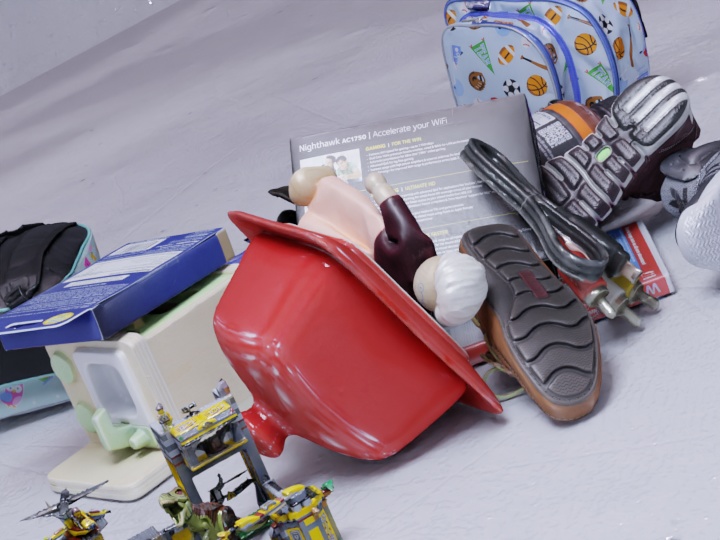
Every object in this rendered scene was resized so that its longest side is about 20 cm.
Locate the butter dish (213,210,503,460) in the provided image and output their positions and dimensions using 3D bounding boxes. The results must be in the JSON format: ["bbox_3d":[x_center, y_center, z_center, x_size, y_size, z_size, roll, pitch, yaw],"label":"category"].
[{"bbox_3d":[-0.033,0.068,1.311,0.148,0.200,0.199,-51,24,-11],"label":"butter dish"}]

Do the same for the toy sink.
[{"bbox_3d":[-0.171,0.083,1.493,0.200,0.113,0.130,-36,21,-36],"label":"toy sink"}]

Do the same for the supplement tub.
[{"bbox_3d":[0.153,-0.077,1.576,0.199,0.107,0.107,-27,18,-16],"label":"supplement tub"}]

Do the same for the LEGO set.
[{"bbox_3d":[-0.122,0.156,1.211,0.199,0.116,0.154,-26,18,-7],"label":"LEGO set"}]

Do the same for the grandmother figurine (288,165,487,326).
[{"bbox_3d":[0.023,-0.010,1.343,0.060,0.122,0.200,-37,37,-17],"label":"grandmother figurine"}]

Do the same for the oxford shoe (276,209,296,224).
[{"bbox_3d":[-0.035,-0.029,1.700,0.072,0.085,0.200,-17,15,31],"label":"oxford shoe"}]

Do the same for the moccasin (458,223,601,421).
[{"bbox_3d":[0.117,0.046,1.314,0.073,0.078,0.202,-14,34,-17],"label":"moccasin"}]

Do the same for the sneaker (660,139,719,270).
[{"bbox_3d":[0.271,-0.049,1.410,0.113,0.076,0.200,-6,18,43],"label":"sneaker"}]

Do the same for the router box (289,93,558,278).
[{"bbox_3d":[0.049,-0.049,1.460,0.199,0.150,0.051,-10,-25,8],"label":"router box"}]

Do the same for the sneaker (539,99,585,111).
[{"bbox_3d":[0.178,-0.120,1.706,0.199,0.082,0.077,-13,20,26],"label":"sneaker"}]

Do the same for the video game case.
[{"bbox_3d":[0.141,0.021,1.449,0.199,0.018,0.143,-21,18,7],"label":"video game case"}]

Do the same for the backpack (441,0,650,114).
[{"bbox_3d":[0.182,-0.203,1.789,0.190,0.201,0.154,-1,32,35],"label":"backpack"}]

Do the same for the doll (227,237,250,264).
[{"bbox_3d":[-0.084,-0.024,1.799,0.199,0.049,0.136,-26,6,-11],"label":"doll"}]

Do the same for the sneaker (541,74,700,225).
[{"bbox_3d":[0.206,-0.063,1.508,0.200,0.115,0.076,-40,58,11],"label":"sneaker"}]

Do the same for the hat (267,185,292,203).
[{"bbox_3d":[0.019,-0.087,1.672,0.199,0.081,0.201,11,8,-2],"label":"hat"}]

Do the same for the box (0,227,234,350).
[{"bbox_3d":[-0.208,0.021,1.480,0.121,0.033,0.200,-7,17,40],"label":"box"}]

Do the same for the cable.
[{"bbox_3d":[0.132,-0.029,1.361,0.200,0.051,0.097,38,22,28],"label":"cable"}]

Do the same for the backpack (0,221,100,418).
[{"bbox_3d":[-0.315,0.043,1.715,0.175,0.154,0.200,-17,28,9],"label":"backpack"}]
